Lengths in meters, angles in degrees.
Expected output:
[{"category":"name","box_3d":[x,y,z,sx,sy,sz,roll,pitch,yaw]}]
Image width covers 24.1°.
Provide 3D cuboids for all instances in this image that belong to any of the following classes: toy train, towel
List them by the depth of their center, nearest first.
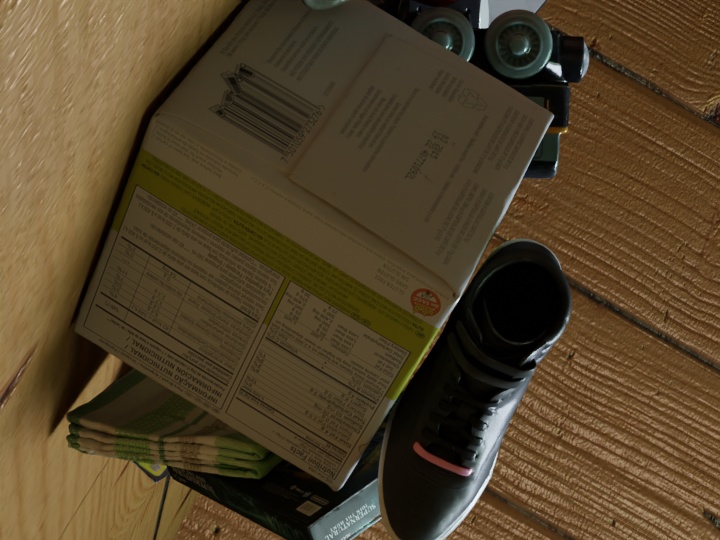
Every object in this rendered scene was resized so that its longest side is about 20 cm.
[{"category":"toy train","box_3d":[0.055,-0.121,1.150,0.085,0.198,0.115,-65,157,-83]},{"category":"towel","box_3d":[-0.096,0.083,1.174,0.199,0.031,0.149,1,-148,42]}]

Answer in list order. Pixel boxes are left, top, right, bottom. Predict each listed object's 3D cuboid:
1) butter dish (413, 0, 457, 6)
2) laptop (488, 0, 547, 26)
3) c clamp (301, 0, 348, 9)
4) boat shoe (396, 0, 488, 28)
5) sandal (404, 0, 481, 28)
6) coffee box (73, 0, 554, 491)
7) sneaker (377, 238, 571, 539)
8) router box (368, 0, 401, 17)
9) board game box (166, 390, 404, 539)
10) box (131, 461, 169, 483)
[{"category":"butter dish","box_3d":[0.069,-0.250,1.125,0.201,0.147,0.199,-60,177,-1]},{"category":"laptop","box_3d":[0.109,-0.299,1.348,0.116,0.200,0.187,-31,-168,39]},{"category":"c clamp","box_3d":[0.027,-0.213,0.965,0.199,0.027,0.171,-34,164,-13]},{"category":"boat shoe","box_3d":[0.048,-0.153,1.311,0.064,0.070,0.201,-51,160,-46]},{"category":"sandal","box_3d":[0.062,-0.161,1.249,0.043,0.076,0.201,-106,-171,-68]},{"category":"coffee box","box_3d":[-0.029,-0.029,1.051,0.200,0.199,0.198,-57,176,-47]},{"category":"sneaker","box_3d":[0.062,0.069,0.978,0.099,0.070,0.201,64,51,-85]},{"category":"router box","box_3d":[-0.006,-0.144,1.376,0.149,0.051,0.201,-43,153,-55]},{"category":"board game box","box_3d":[-0.032,0.119,1.135,0.135,0.028,0.200,-32,-155,-25]},{"category":"box","box_3d":[-0.099,0.088,1.372,0.200,0.035,0.110,-35,-162,36]}]
